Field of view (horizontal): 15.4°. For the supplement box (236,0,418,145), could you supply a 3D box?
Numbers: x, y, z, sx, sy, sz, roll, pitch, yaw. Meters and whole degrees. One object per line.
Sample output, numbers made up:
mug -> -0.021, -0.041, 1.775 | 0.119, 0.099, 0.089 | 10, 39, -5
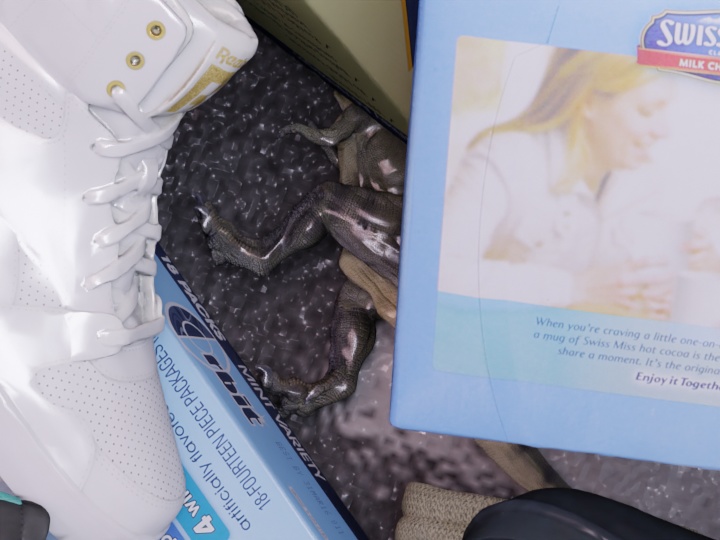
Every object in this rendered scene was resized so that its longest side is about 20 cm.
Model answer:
supplement box -> -0.023, -0.164, 0.798 | 0.134, 0.200, 0.200 | -48, 50, -3

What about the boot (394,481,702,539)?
boot -> 0.085, 0.153, 0.796 | 0.199, 0.072, 0.156 | 14, 77, 17

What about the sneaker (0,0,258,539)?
sneaker -> -0.073, -0.024, 0.756 | 0.115, 0.074, 0.201 | -25, 91, 19

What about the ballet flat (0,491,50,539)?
ballet flat -> -0.104, 0.152, 0.759 | 0.068, 0.068, 0.201 | -9, 117, -15

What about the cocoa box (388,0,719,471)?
cocoa box -> 0.115, -0.032, 0.681 | 0.199, 0.131, 0.134 | 7, 116, 7

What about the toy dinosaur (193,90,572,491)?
toy dinosaur -> 0.000, 0.000, 0.864 | 0.088, 0.047, 0.201 | -20, 77, -2

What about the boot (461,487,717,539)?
boot -> 0.135, 0.077, 0.709 | 0.198, 0.073, 0.163 | 33, 53, -2

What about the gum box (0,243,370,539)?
gum box -> -0.114, 0.092, 0.838 | 0.200, 0.045, 0.170 | -41, 73, 15
